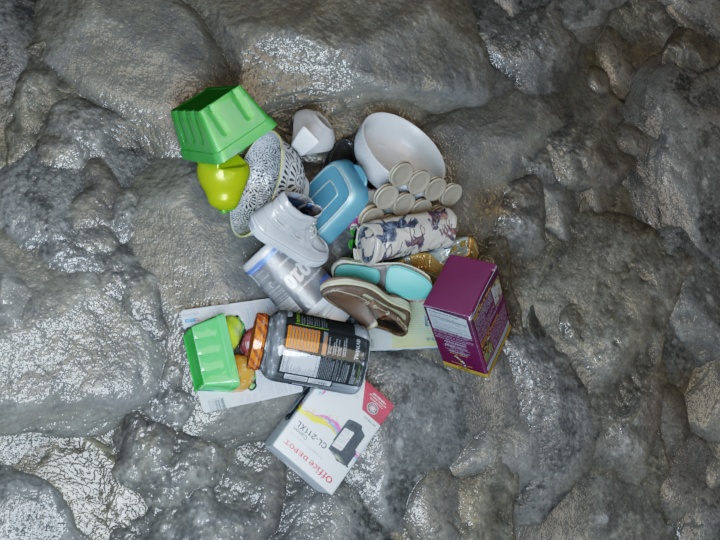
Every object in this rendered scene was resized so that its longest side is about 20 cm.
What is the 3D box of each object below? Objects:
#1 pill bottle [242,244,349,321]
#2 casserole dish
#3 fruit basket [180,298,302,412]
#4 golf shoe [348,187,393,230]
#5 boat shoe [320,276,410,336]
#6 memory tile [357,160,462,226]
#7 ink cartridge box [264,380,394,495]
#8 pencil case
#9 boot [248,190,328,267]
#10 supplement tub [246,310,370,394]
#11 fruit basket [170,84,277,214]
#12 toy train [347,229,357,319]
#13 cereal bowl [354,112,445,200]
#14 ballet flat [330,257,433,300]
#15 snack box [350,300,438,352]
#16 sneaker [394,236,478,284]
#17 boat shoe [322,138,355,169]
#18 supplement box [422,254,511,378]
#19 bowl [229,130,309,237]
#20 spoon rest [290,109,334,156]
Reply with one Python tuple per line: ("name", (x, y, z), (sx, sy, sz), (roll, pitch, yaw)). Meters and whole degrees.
("pill bottle", (-0.113, 0.030, 1.378), (0.114, 0.114, 0.200), (-44, 98, -21))
("casserole dish", (-0.069, -0.122, 1.392), (0.039, 0.200, 0.122), (9, 45, -52))
("fruit basket", (-0.214, 0.149, 1.345), (0.198, 0.093, 0.188), (-5, 73, -39))
("golf shoe", (0.045, -0.123, 1.467), (0.198, 0.075, 0.093), (8, 57, -43))
("boat shoe", (0.015, 0.071, 1.337), (0.201, 0.074, 0.076), (19, 57, -33))
("memory tile", (0.096, -0.122, 1.415), (0.199, 0.017, 0.154), (15, 116, -45))
("ink cartridge box", (-0.056, 0.284, 1.366), (0.145, 0.083, 0.201), (41, 70, -7))
("pencil case", (0.084, -0.062, 1.386), (0.198, 0.090, 0.078), (-13, 64, -28))
("boot", (-0.095, -0.072, 1.288), (0.199, 0.095, 0.074), (23, 39, -53))
("supplement tub", (-0.091, 0.138, 1.281), (0.197, 0.123, 0.124), (12, 76, -10))
("fruit basket", (-0.243, -0.218, 1.352), (0.155, 0.215, 0.217), (-38, 93, -20))
("toy train", (0.000, 0.000, 1.465), (0.056, 0.042, 0.203), (14, 75, -26))
("cereal bowl", (0.069, -0.215, 1.487), (0.198, 0.083, 0.202), (20, 45, -21))
("ballet flat", (0.043, 0.006, 1.401), (0.197, 0.062, 0.068), (13, 109, -1))
("snack box", (0.073, 0.097, 1.449), (0.198, 0.037, 0.118), (1, 79, -32))
("sneaker", (0.136, -0.013, 1.490), (0.198, 0.088, 0.077), (-18, 102, -19))
("boat shoe", (-0.045, -0.172, 1.468), (0.071, 0.068, 0.202), (20, 73, -12))
("supplement box", (0.207, 0.089, 1.418), (0.102, 0.201, 0.132), (14, 56, 31))
("bowl", (-0.155, -0.146, 1.371), (0.093, 0.200, 0.204), (17, 74, -31))
("spoon rest", (-0.097, -0.259, 1.420), (0.061, 0.200, 0.099), (-42, 100, 18))
